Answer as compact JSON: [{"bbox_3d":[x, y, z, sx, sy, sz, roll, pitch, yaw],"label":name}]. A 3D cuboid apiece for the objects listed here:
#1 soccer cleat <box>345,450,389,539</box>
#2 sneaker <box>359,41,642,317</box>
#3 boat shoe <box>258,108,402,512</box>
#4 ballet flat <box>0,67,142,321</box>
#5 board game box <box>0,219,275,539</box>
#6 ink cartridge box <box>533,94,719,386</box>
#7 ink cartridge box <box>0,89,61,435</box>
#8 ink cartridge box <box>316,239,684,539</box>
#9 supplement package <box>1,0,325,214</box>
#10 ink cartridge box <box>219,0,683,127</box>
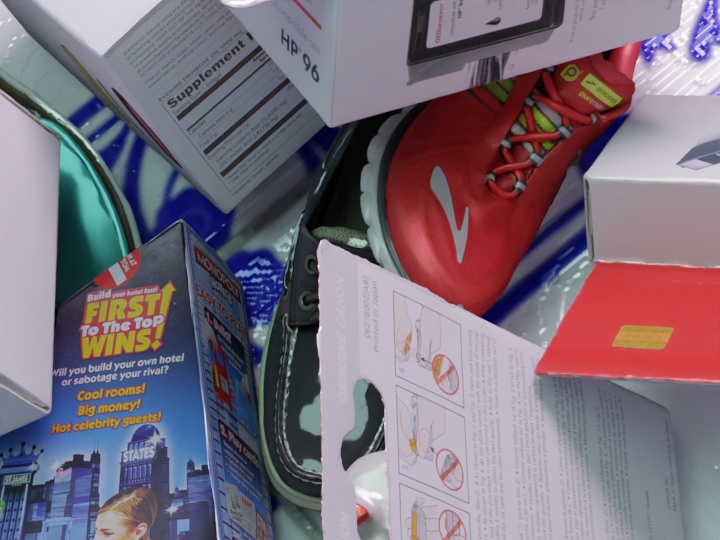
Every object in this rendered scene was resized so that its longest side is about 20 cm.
[{"bbox_3d":[0.031,0.166,0.880,0.069,0.078,0.200,-11,79,4],"label":"soccer cleat"},{"bbox_3d":[0.066,-0.063,0.946,0.085,0.077,0.200,-23,32,49],"label":"sneaker"},{"bbox_3d":[0.000,0.000,0.974,0.072,0.065,0.200,13,66,9],"label":"boat shoe"},{"bbox_3d":[-0.166,-0.056,1.060,0.069,0.069,0.200,-42,88,-6],"label":"ballet flat"},{"bbox_3d":[-0.118,0.084,0.975,0.200,0.062,0.200,-7,58,23],"label":"board game box"},{"bbox_3d":[0.181,-0.014,0.879,0.200,0.045,0.176,3,26,21],"label":"ink cartridge box"},{"bbox_3d":[-0.225,0.016,0.976,0.200,0.084,0.144,-24,50,28],"label":"ink cartridge box"},{"bbox_3d":[0.043,0.097,0.833,0.050,0.200,0.161,-28,52,38],"label":"ink cartridge box"},{"bbox_3d":[-0.078,-0.151,1.041,0.156,0.111,0.200,-43,44,-6],"label":"supplement package"},{"bbox_3d":[0.014,-0.125,0.900,0.200,0.068,0.116,-16,44,-24],"label":"ink cartridge box"}]
